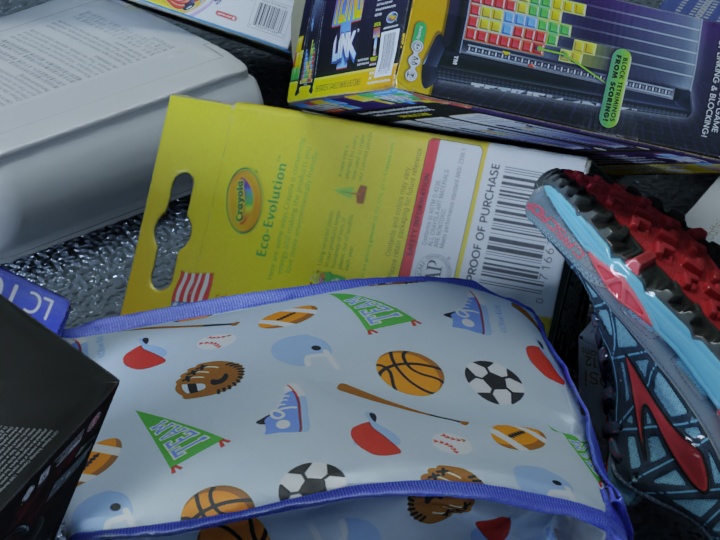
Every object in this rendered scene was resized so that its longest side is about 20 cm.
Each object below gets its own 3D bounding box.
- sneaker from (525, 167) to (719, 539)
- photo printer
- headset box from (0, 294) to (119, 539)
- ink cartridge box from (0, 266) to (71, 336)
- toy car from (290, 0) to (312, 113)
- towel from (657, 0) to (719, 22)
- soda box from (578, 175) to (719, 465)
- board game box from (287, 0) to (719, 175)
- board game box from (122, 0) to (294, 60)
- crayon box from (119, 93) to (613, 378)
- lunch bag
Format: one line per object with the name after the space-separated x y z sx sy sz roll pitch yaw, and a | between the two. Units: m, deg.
0.116 0.050 1.021 0.200 0.096 0.079 54 26 20 | sneaker
-0.173 -0.072 1.332 0.199 0.070 0.166 -23 34 -34 | photo printer
-0.171 0.116 0.879 0.075 0.200 0.149 35 46 7 | headset box
-0.193 0.018 1.039 0.136 0.077 0.200 24 -4 -11 | ink cartridge box
0.069 -0.118 1.259 0.199 0.165 0.158 -8 -5 -9 | toy car
0.238 -0.099 1.212 0.199 0.024 0.145 16 28 14 | towel
0.164 0.017 1.155 0.063 0.068 0.200 13 33 26 | soda box
0.071 -0.081 1.082 0.164 0.057 0.200 10 0 -14 | board game box
-0.118 -0.161 1.412 0.199 0.034 0.134 19 2 5 | board game box
0.000 0.000 1.138 0.199 0.128 0.051 11 -6 21 | crayon box
-0.007 0.086 0.993 0.199 0.124 0.170 -13 30 -3 | lunch bag
